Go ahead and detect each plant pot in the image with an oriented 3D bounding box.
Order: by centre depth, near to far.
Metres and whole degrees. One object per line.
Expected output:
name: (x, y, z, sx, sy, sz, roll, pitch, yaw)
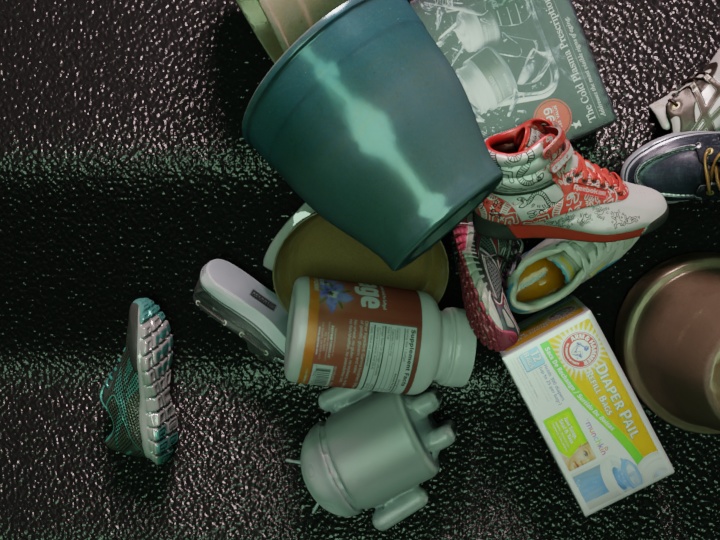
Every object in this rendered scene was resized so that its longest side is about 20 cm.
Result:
plant pot: (0.024, -0.113, 0.679, 0.199, 0.200, 0.189, -40, 83, 9)
plant pot: (-0.043, -0.326, 0.766, 0.182, 0.200, 0.203, -32, 94, -3)
plant pot: (0.385, 0.088, 0.773, 0.196, 0.175, 0.205, 1, 96, 5)
plant pot: (0.000, 0.000, 0.830, 0.195, 0.028, 0.203, -2, 129, -2)

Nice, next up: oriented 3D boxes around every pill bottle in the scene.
pill bottle: (0.020, 0.073, 0.802, 0.196, 0.112, 0.115, 7, 98, -10)

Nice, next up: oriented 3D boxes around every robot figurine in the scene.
robot figurine: (0.014, 0.208, 0.853, 0.197, 0.113, 0.172, -27, 79, 8)

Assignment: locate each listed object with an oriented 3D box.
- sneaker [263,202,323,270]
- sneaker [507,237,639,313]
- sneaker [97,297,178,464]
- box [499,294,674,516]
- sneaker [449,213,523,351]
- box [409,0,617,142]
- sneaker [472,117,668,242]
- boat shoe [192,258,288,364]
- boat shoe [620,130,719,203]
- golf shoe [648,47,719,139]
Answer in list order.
sneaker: (-0.014, -0.042, 0.845, 0.200, 0.074, 0.118, -42, 95, 10)
sneaker: (0.242, -0.019, 0.820, 0.199, 0.081, 0.077, -40, 91, 8)
sneaker: (-0.277, 0.135, 0.895, 0.089, 0.078, 0.205, 1, 96, 9)
box: (0.244, 0.145, 0.829, 0.111, 0.101, 0.202, -29, 94, 9)
sneaker: (0.139, -0.006, 0.781, 0.073, 0.202, 0.081, -8, 136, 4)
box: (0.145, -0.210, 0.792, 0.179, 0.104, 0.203, -24, 94, 9)
sneaker: (0.209, -0.090, 0.723, 0.197, 0.068, 0.110, -2, 127, 4)
boat shoe: (-0.115, 0.071, 0.877, 0.198, 0.070, 0.066, 36, 122, -6)
boat shoe: (0.362, -0.102, 0.728, 0.196, 0.091, 0.072, -7, 106, 16)
golf shoe: (0.363, -0.183, 0.789, 0.093, 0.078, 0.204, 19, 98, 3)
